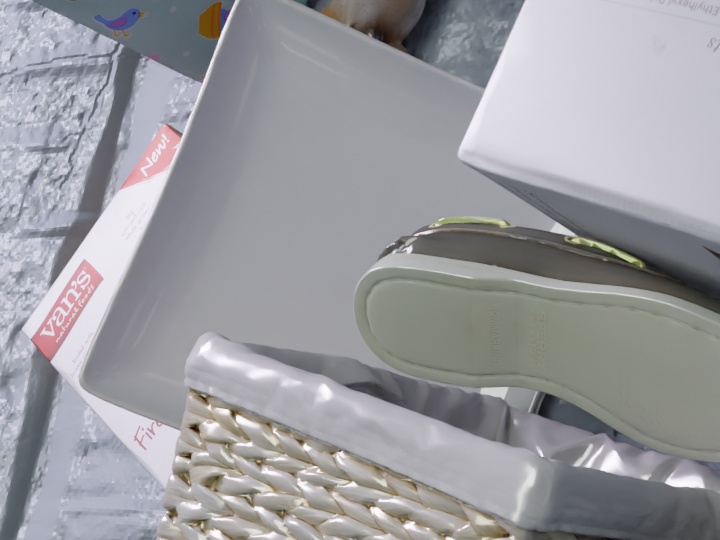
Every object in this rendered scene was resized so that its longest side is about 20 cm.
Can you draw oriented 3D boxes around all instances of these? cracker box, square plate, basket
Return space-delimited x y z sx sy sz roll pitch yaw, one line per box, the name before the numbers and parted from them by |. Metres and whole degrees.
cracker box | -0.070 0.033 1.278 0.134 0.058 0.200 -55 44 6
square plate | 0.000 0.000 1.172 0.028 0.199 0.199 147 146 -84
basket | 0.043 0.134 1.026 0.199 0.198 0.162 16 91 43

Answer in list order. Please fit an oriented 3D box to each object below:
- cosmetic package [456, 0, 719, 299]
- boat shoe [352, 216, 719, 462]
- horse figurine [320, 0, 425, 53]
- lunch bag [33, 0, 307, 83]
cosmetic package | 0.178 -0.086 1.038 0.165 0.165 0.201 21 83 46
boat shoe | 0.099 0.023 1.048 0.201 0.072 0.060 14 34 19
horse figurine | 0.020 -0.128 1.275 0.132 0.050 0.201 25 94 58
lunch bag | -0.084 -0.215 1.328 0.200 0.170 0.122 -52 44 13
